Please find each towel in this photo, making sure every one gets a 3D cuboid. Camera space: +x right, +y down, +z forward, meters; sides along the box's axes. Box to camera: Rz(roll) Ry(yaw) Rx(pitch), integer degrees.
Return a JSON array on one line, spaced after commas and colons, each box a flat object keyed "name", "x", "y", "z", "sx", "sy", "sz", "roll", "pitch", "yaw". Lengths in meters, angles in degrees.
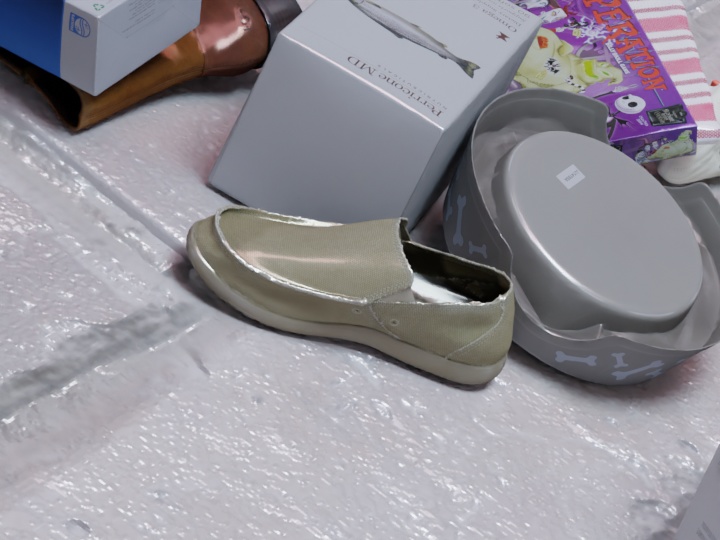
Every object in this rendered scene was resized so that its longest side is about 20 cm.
[{"name": "towel", "x": 0.159, "y": -0.137, "z": 1.765, "sx": 0.146, "sy": 0.030, "sz": 0.200, "roll": -6, "pitch": 39, "yaw": -1}]

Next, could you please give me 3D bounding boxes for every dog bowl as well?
[{"name": "dog bowl", "x": 0.138, "y": -0.017, "z": 1.562, "sx": 0.200, "sy": 0.059, "sz": 0.200, "roll": 22, "pitch": 42, "yaw": -21}]

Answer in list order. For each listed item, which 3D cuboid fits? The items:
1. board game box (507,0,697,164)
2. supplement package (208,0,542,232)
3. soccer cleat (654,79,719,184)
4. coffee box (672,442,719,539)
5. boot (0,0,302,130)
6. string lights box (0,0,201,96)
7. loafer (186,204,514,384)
[{"name": "board game box", "x": 0.137, "y": -0.134, "z": 1.720, "sx": 0.120, "sy": 0.032, "sz": 0.200, "roll": -8, "pitch": 39, "yaw": -11}, {"name": "supplement package", "x": 0.013, "y": -0.105, "z": 1.572, "sx": 0.117, "sy": 0.117, "sz": 0.200, "roll": 31, "pitch": 32, "yaw": 5}, {"name": "soccer cleat", "x": 0.269, "y": -0.096, "z": 1.805, "sx": 0.078, "sy": 0.069, "sz": 0.200, "roll": 39, "pitch": 30, "yaw": 13}, {"name": "coffee box", "x": 0.288, "y": 0.139, "z": 1.291, "sx": 0.198, "sy": 0.200, "sz": 0.200, "roll": 24, "pitch": 8, "yaw": -7}, {"name": "boot", "x": -0.164, "y": -0.167, "z": 1.608, "sx": 0.200, "sy": 0.069, "sz": 0.188, "roll": -23, "pitch": 61, "yaw": -40}, {"name": "string lights box", "x": -0.202, "y": -0.188, "z": 1.533, "sx": 0.200, "sy": 0.059, "sz": 0.103, "roll": 28, "pitch": 43, "yaw": 23}, {"name": "loafer", "x": 0.000, "y": 0.000, "z": 1.457, "sx": 0.200, "sy": 0.068, "sz": 0.076, "roll": 18, "pitch": 33, "yaw": -15}]
